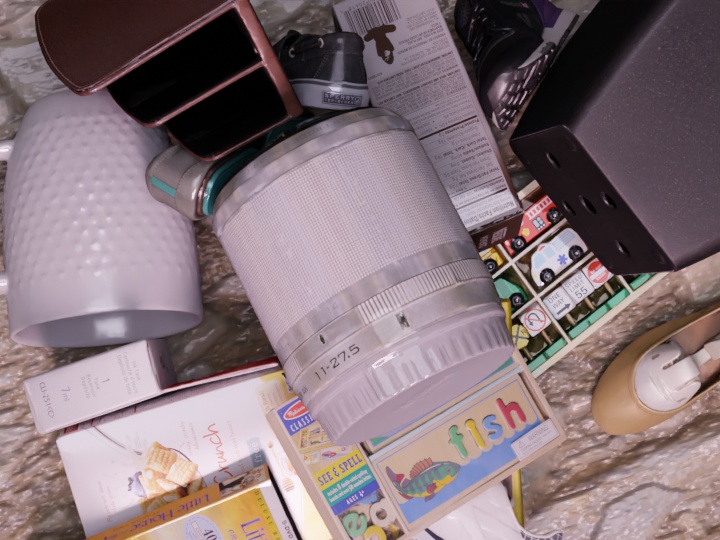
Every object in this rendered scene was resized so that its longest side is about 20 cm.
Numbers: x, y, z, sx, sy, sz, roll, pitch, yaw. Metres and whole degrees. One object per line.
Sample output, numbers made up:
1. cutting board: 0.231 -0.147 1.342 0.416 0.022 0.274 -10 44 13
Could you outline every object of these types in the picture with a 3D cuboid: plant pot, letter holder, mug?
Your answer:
1. plant pot: 0.229 -0.105 1.386 0.177 0.200 0.200 -41 98 -11
2. letter holder: -0.148 -0.153 1.358 0.141 0.200 0.101 -30 120 -5
3. mug: -0.224 -0.040 1.410 0.198 0.148 0.178 -4 79 -14

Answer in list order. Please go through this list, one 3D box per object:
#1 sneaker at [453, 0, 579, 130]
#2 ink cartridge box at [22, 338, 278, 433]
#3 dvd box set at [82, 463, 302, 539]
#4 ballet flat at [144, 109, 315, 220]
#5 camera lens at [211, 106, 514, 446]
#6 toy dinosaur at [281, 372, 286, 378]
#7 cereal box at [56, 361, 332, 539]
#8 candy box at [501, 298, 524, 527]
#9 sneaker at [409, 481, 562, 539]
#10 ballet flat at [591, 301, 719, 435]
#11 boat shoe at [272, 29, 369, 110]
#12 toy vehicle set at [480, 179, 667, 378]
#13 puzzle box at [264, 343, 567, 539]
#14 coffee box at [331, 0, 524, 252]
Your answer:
1. sneaker: 0.101 -0.170 1.417 0.087 0.200 0.076 32 114 2
2. ink cartridge box: -0.150 0.073 1.389 0.174 0.200 0.045 -17 89 -3
3. dvd box set: -0.134 0.250 1.438 0.198 0.029 0.147 -22 114 0
4. ballet flat: -0.095 -0.091 1.413 0.063 0.200 0.068 23 115 19
5. camera lens: 0.000 0.000 1.302 0.159 0.160 0.201 -27 77 -3
6. toy dinosaur: -0.019 0.042 1.427 0.087 0.048 0.202 -2 63 -27
7. cereal box: -0.123 0.165 1.458 0.198 0.040 0.145 -17 100 -3
8. candy box: 0.074 0.126 1.466 0.101 0.026 0.203 -3 95 10
9. sneaker: 0.060 0.174 1.432 0.200 0.076 0.081 40 82 2
10. ballet flat: 0.269 0.062 1.474 0.199 0.063 0.069 -34 90 -2
11. boat shoe: -0.039 -0.151 1.401 0.068 0.200 0.057 2 96 -22
12. toy vehicle set: 0.157 -0.008 1.489 0.199 0.027 0.125 -38 91 -3
13. puzzle box: 0.044 0.116 1.390 0.199 0.025 0.134 -29 86 -23
14. coffee box: 0.051 -0.111 1.430 0.079 0.114 0.202 -22 82 0
